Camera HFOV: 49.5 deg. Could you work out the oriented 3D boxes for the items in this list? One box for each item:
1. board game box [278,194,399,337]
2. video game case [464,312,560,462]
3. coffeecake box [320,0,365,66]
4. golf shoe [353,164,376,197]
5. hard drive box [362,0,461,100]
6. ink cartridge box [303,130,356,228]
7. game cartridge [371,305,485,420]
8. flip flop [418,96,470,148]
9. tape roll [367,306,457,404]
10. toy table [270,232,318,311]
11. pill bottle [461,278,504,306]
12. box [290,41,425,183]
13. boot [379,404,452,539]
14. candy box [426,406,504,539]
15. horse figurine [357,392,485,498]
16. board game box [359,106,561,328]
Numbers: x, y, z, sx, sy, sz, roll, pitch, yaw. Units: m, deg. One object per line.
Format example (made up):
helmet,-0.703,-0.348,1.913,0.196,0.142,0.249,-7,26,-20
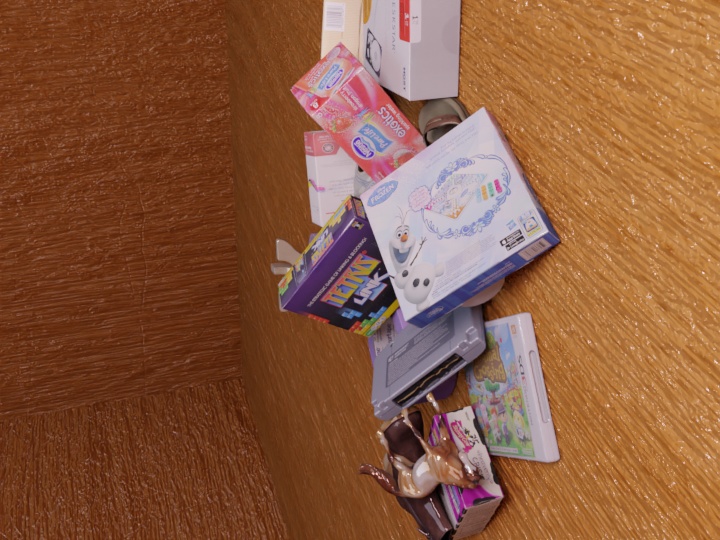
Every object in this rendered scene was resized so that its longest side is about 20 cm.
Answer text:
board game box,0.000,0.000,1.152,0.200,0.165,0.057,-50,36,31
video game case,0.190,0.157,1.039,0.200,0.022,0.183,147,114,-72
coffeecake box,-0.027,-0.367,1.315,0.200,0.073,0.154,-94,7,-81
golf shoe,0.044,-0.143,1.240,0.200,0.078,0.098,6,107,56
hard drive box,0.069,-0.341,1.119,0.200,0.077,0.156,-131,36,-61
ink cartridge box,-0.028,-0.144,1.358,0.067,0.116,0.201,-149,53,-68
game cartridge,0.094,0.111,1.095,0.200,0.040,0.134,-41,27,28
flip flop,0.118,-0.177,1.059,0.200,0.057,0.081,-117,25,-50
tape roll,0.081,0.119,1.282,0.200,0.085,0.201,172,90,-74
toy table,-0.148,0.010,1.946,0.184,0.117,0.201,-167,71,-72
pill bottle,0.118,-0.048,1.041,0.104,0.104,0.200,99,156,-45
box,0.006,-0.217,1.140,0.200,0.103,0.095,42,-168,-42
boot,0.093,0.306,1.149,0.167,0.072,0.200,55,156,34
candy box,0.145,0.301,1.143,0.200,0.061,0.137,93,162,-59
horse figurine,0.079,0.258,1.062,0.200,0.050,0.133,-45,70,41
board game box,0.112,-0.064,0.949,0.200,0.043,0.199,-34,55,22
